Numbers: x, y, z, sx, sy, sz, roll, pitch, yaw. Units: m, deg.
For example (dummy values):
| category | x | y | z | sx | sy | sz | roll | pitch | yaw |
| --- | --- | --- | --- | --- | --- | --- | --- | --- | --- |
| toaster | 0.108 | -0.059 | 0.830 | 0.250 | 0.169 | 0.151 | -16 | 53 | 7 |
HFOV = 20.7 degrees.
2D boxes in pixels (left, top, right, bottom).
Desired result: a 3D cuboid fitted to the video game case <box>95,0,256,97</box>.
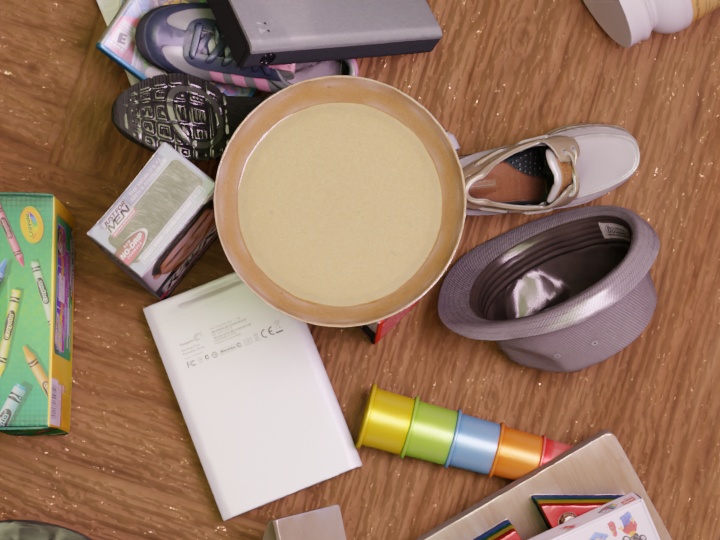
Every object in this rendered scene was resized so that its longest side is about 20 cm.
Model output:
| category | x | y | z | sx | sy | sz | roll | pitch | yaw |
| --- | --- | --- | --- | --- | --- | --- | --- | --- | --- |
| video game case | -0.124 | -0.239 | 1.758 | 0.143 | 0.018 | 0.200 | 36 | 80 | -22 |

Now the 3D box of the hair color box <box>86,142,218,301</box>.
| category | x | y | z | sx | sy | sz | roll | pitch | yaw |
| --- | --- | --- | --- | --- | --- | --- | --- | --- | --- |
| hair color box | -0.167 | -0.037 | 1.676 | 0.061 | 0.200 | 0.099 | 39 | 85 | 4 |

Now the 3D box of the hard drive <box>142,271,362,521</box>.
| category | x | y | z | sx | sy | sz | roll | pitch | yaw |
| --- | --- | --- | --- | --- | --- | --- | --- | --- | --- |
| hard drive | -0.096 | 0.103 | 1.747 | 0.132 | 0.027 | 0.201 | -21 | 83 | -3 |

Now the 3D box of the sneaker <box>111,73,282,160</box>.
| category | x | y | z | sx | sy | sz | roll | pitch | yaw |
| --- | --- | --- | --- | --- | --- | --- | --- | --- | --- |
| sneaker | -0.122 | -0.121 | 1.712 | 0.199 | 0.091 | 0.076 | 6 | 80 | -21 |

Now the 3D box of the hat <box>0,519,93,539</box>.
| category | x | y | z | sx | sy | sz | roll | pitch | yaw |
| --- | --- | --- | --- | --- | --- | --- | --- | --- | --- |
| hat | -0.276 | 0.306 | 1.692 | 0.200 | 0.081 | 0.201 | -1 | 83 | 9 |

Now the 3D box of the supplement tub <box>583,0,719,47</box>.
| category | x | y | z | sx | sy | sz | roll | pitch | yaw |
| --- | --- | --- | --- | --- | --- | --- | --- | --- | --- |
| supplement tub | 0.289 | -0.299 | 1.737 | 0.200 | 0.145 | 0.145 | -32 | 84 | -4 |

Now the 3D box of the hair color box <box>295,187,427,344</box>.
| category | x | y | z | sx | sy | sz | roll | pitch | yaw |
| --- | --- | --- | --- | --- | --- | --- | --- | --- | --- |
| hair color box | 0.000 | 0.000 | 1.672 | 0.061 | 0.200 | 0.102 | -44 | 84 | -6 |

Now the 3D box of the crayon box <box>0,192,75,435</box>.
| category | x | y | z | sx | sy | sz | roll | pitch | yaw |
| --- | --- | --- | --- | --- | --- | --- | --- | --- | --- |
| crayon box | -0.285 | 0.040 | 1.708 | 0.058 | 0.119 | 0.201 | 0 | 83 | 0 |

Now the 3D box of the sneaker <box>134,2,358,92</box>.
| category | x | y | z | sx | sy | sz | roll | pitch | yaw |
| --- | --- | --- | --- | --- | --- | --- | --- | --- | --- |
| sneaker | -0.094 | -0.193 | 1.721 | 0.199 | 0.082 | 0.070 | 7 | 92 | -24 |

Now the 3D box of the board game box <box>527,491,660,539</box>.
| category | x | y | z | sx | sy | sz | roll | pitch | yaw |
| --- | --- | --- | --- | --- | --- | --- | --- | --- | --- |
| board game box | 0.163 | 0.282 | 1.627 | 0.199 | 0.035 | 0.127 | -24 | 97 | -3 |

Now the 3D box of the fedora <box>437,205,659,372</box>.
| category | x | y | z | sx | sy | sz | roll | pitch | yaw |
| --- | --- | --- | --- | --- | --- | --- | --- | --- | --- |
| fedora | 0.175 | 0.027 | 1.711 | 0.199 | 0.177 | 0.090 | -21 | 118 | 17 |

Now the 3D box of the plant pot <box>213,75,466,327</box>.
| category | x | y | z | sx | sy | sz | roll | pitch | yaw |
| --- | --- | --- | --- | --- | --- | --- | --- | --- | --- |
| plant pot | -0.016 | -0.054 | 1.565 | 0.199 | 0.027 | 0.201 | 0 | 82 | 0 |

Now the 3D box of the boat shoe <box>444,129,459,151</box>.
| category | x | y | z | sx | sy | sz | roll | pitch | yaw |
| --- | --- | --- | --- | --- | --- | --- | --- | --- | --- |
| boat shoe | -0.012 | -0.087 | 1.746 | 0.200 | 0.074 | 0.067 | -28 | 86 | -3 |

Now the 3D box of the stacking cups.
| category | x | y | z | sx | sy | sz | roll | pitch | yaw |
| --- | --- | --- | --- | --- | --- | --- | --- | --- | --- |
| stacking cups | 0.098 | 0.154 | 1.732 | 0.199 | 0.061 | 0.061 | 16 | 83 | -3 |

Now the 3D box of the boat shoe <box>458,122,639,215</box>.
| category | x | y | z | sx | sy | sz | roll | pitch | yaw |
| --- | --- | --- | --- | --- | --- | --- | --- | --- | --- |
| boat shoe | 0.163 | -0.082 | 1.727 | 0.199 | 0.068 | 0.075 | -15 | 102 | -19 |

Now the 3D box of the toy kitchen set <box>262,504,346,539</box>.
| category | x | y | z | sx | sy | sz | roll | pitch | yaw |
| --- | --- | --- | --- | --- | --- | --- | --- | --- | --- |
| toy kitchen set | -0.091 | 0.298 | 1.701 | 0.200 | 0.180 | 0.164 | -8 | 85 | -41 |

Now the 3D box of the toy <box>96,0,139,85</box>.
| category | x | y | z | sx | sy | sz | roll | pitch | yaw |
| --- | --- | --- | --- | --- | --- | --- | --- | --- | --- |
| toy | -0.179 | -0.248 | 1.779 | 0.115 | 0.047 | 0.201 | -23 | 83 | -2 |

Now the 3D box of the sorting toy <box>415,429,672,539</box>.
| category | x | y | z | sx | sy | sz | roll | pitch | yaw |
| --- | --- | --- | --- | --- | --- | --- | --- | --- | --- |
| sorting toy | 0.180 | 0.273 | 1.681 | 0.198 | 0.070 | 0.200 | -30 | 97 | -3 |

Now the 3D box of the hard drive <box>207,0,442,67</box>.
| category | x | y | z | sx | sy | sz | roll | pitch | yaw |
| --- | --- | --- | --- | --- | --- | --- | --- | --- | --- |
| hard drive | -0.040 | -0.244 | 1.722 | 0.199 | 0.033 | 0.140 | -9 | 61 | -34 |
